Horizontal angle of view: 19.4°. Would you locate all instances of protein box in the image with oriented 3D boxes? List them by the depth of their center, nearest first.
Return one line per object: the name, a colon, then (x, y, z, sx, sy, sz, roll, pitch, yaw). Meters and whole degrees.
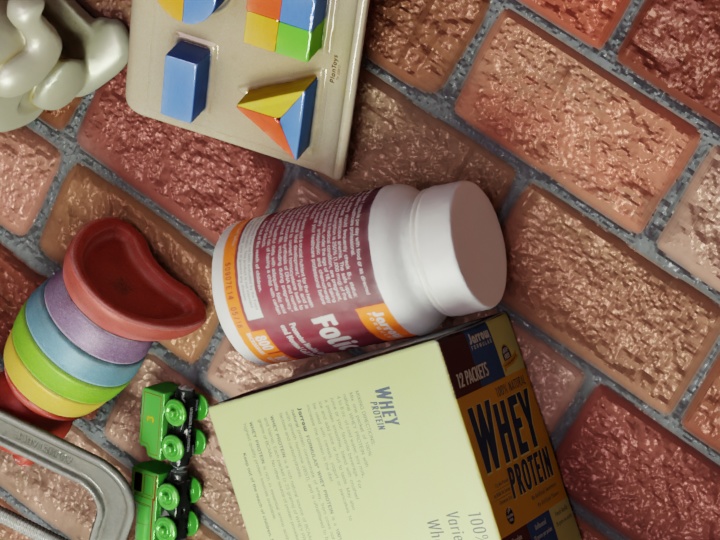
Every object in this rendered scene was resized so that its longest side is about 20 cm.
protein box: (0.029, 0.158, 1.572, 0.200, 0.135, 0.199, -18, 89, 28)

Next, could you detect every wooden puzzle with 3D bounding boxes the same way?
wooden puzzle: (-0.094, -0.169, 1.589, 0.200, 0.046, 0.185, 21, 128, 17)

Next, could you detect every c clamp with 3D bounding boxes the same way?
c clamp: (-0.262, 0.198, 1.720, 0.200, 0.027, 0.171, 30, 129, 4)

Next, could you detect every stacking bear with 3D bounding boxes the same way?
stacking bear: (-0.238, 0.072, 1.708, 0.121, 0.114, 0.200, 47, 119, 12)

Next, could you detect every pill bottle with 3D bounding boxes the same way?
pill bottle: (0.000, 0.000, 1.572, 0.200, 0.114, 0.114, -12, 93, 27)

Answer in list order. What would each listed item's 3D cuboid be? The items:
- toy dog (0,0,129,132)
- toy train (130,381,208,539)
toy dog: (-0.314, -0.174, 1.648, 0.194, 0.200, 0.140, -38, 81, 25)
toy train: (-0.161, 0.187, 1.724, 0.056, 0.042, 0.200, 15, 105, 34)
